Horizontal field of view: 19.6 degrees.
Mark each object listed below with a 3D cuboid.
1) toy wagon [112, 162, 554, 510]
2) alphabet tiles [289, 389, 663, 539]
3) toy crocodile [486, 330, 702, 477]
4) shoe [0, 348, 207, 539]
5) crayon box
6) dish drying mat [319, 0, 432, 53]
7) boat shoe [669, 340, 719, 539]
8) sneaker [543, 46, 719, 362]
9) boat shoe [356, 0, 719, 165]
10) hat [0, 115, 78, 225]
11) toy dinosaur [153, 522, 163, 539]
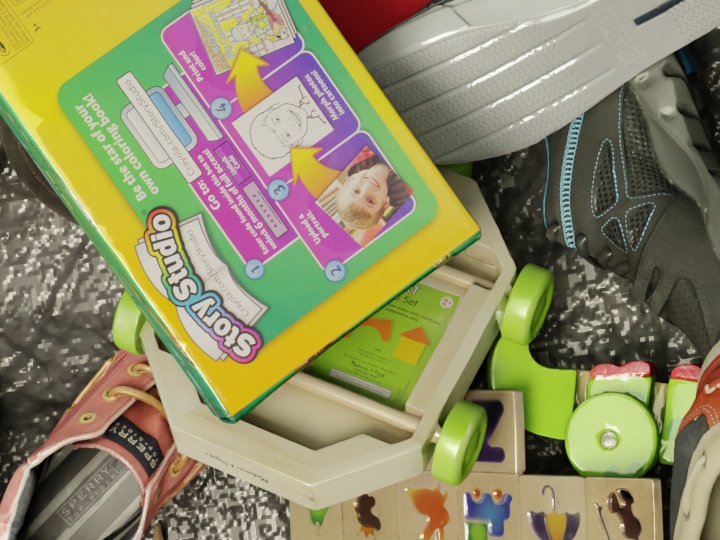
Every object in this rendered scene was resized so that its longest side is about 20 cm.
[{"bbox_3d":[0.000,0.000,0.855,0.154,0.040,0.201,21,61,16],"label":"toy wagon"},{"bbox_3d":[0.043,0.133,0.858,0.199,0.008,0.169,-3,88,43],"label":"alphabet tiles"},{"bbox_3d":[0.147,0.063,0.857,0.198,0.067,0.062,9,90,13],"label":"toy crocodile"},{"bbox_3d":[-0.082,0.061,0.888,0.071,0.091,0.200,41,97,-6],"label":"shoe"},{"bbox_3d":[-0.061,-0.058,0.781,0.118,0.058,0.201,-36,93,-9],"label":"crayon box"},{"bbox_3d":[-0.002,-0.103,0.856,0.199,0.018,0.077,-26,121,-13],"label":"dish drying mat"},{"bbox_3d":[0.151,0.118,0.793,0.071,0.063,0.201,1,126,12],"label":"boat shoe"},{"bbox_3d":[0.124,-0.014,0.851,0.082,0.073,0.201,-30,57,18],"label":"sneaker"},{"bbox_3d":[0.077,-0.107,0.841,0.199,0.072,0.071,-23,43,11],"label":"boat shoe"},{"bbox_3d":[-0.068,-0.108,0.895,0.201,0.200,0.081,-44,37,8],"label":"hat"},{"bbox_3d":[-0.095,0.227,0.912,0.106,0.060,0.201,27,94,13],"label":"toy dinosaur"}]
